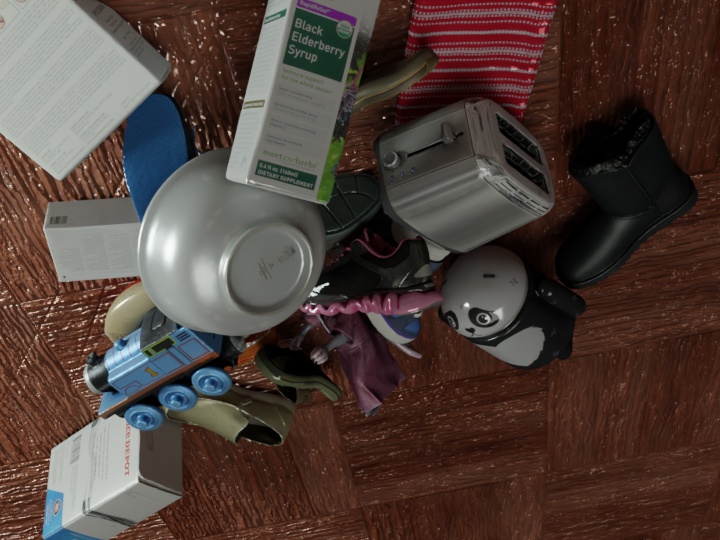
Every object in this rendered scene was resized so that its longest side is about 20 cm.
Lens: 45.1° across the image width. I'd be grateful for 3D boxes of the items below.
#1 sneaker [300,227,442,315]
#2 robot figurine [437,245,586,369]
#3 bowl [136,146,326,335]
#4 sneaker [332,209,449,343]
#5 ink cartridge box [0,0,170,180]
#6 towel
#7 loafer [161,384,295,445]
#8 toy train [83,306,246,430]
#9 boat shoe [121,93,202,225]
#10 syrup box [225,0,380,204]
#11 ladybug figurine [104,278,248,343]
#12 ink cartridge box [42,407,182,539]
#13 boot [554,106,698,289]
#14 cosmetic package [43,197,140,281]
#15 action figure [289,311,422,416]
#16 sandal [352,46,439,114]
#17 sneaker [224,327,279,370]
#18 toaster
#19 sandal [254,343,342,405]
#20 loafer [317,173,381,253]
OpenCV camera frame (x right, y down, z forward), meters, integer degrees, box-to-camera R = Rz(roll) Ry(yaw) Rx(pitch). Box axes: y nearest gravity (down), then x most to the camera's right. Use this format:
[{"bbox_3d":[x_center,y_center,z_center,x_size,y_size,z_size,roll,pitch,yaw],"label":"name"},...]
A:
[{"bbox_3d":[0.000,0.000,0.963,0.199,0.096,0.079,-3,-170,37],"label":"sneaker"},{"bbox_3d":[0.189,0.052,1.091,0.200,0.125,0.150,32,107,-36],"label":"robot figurine"},{"bbox_3d":[-0.108,-0.014,0.851,0.201,0.090,0.202,-15,118,-29],"label":"bowl"},{"bbox_3d":[0.071,0.003,1.048,0.146,0.081,0.200,-21,130,20],"label":"sneaker"},{"bbox_3d":[-0.304,-0.203,0.804,0.160,0.047,0.200,-36,114,25],"label":"ink cartridge box"},{"bbox_3d":[0.115,-0.213,0.874,0.144,0.023,0.200,-1,137,-9],"label":"towel"},{"bbox_3d":[-0.185,0.204,1.225,0.199,0.068,0.076,11,133,-21],"label":"loafer"},{"bbox_3d":[-0.229,0.106,1.001,0.200,0.087,0.114,-28,124,21],"label":"toy train"},{"bbox_3d":[-0.199,-0.081,0.894,0.084,0.069,0.201,2,104,9],"label":"boat shoe"},{"bbox_3d":[-0.052,-0.167,0.772,0.078,0.081,0.201,14,93,-24],"label":"syrup box"},{"bbox_3d":[-0.212,0.043,1.047,0.199,0.072,0.136,-11,137,1],"label":"ladybug figurine"},{"bbox_3d":[-0.348,0.284,1.222,0.200,0.147,0.086,-32,135,22],"label":"ink cartridge box"},{"bbox_3d":[0.277,-0.081,1.001,0.200,0.077,0.168,-38,134,18],"label":"boot"},{"bbox_3d":[-0.241,-0.039,0.970,0.199,0.051,0.083,-4,133,-7],"label":"cosmetic package"},{"bbox_3d":[-0.007,0.081,1.095,0.149,0.134,0.200,-33,118,-13],"label":"action figure"},{"bbox_3d":[-0.020,-0.179,0.849,0.199,0.080,0.054,-23,111,19],"label":"sandal"},{"bbox_3d":[-0.200,0.112,1.126,0.199,0.073,0.077,-13,147,8],"label":"sneaker"},{"bbox_3d":[0.115,-0.095,0.909,0.129,0.114,0.200,-22,151,31],"label":"toaster"},{"bbox_3d":[-0.090,0.142,1.137,0.057,0.080,0.201,-51,152,4],"label":"sandal"},{"bbox_3d":[-0.063,-0.042,0.980,0.200,0.072,0.063,-30,160,-5],"label":"loafer"}]
